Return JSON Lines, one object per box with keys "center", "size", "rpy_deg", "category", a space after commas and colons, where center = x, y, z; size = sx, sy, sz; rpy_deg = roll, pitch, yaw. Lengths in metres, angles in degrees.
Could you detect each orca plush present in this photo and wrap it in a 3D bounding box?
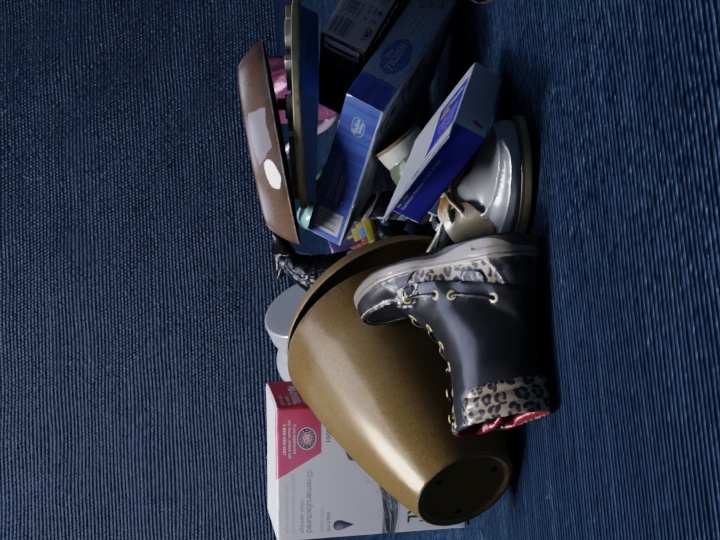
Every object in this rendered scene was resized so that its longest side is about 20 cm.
{"center": [0.000, 0.000, 1.590], "size": [0.071, 0.199, 0.106], "rpy_deg": [-5, -63, -77], "category": "orca plush"}

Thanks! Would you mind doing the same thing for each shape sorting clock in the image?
{"center": [-0.061, -0.160, 1.540], "size": [0.200, 0.039, 0.201], "rpy_deg": [-179, 90, -87], "category": "shape sorting clock"}

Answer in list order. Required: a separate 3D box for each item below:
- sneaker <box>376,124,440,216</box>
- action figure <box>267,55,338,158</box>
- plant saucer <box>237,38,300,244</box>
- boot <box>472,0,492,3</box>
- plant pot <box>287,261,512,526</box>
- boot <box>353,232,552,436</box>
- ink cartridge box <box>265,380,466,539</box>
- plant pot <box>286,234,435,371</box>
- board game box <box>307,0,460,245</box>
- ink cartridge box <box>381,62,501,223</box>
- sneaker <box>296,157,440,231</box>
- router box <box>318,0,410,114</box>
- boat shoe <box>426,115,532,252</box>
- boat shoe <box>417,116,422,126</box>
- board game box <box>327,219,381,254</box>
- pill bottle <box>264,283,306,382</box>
{"center": [0.071, -0.089, 1.551], "size": [0.090, 0.067, 0.200], "rpy_deg": [53, -169, 3], "category": "sneaker"}
{"center": [-0.014, -0.199, 1.723], "size": [0.134, 0.199, 0.150], "rpy_deg": [-27, -69, -70], "category": "action figure"}
{"center": [-0.090, -0.121, 1.539], "size": [0.200, 0.032, 0.201], "rpy_deg": [-11, -90, -90], "category": "plant saucer"}
{"center": [0.098, -0.318, 1.352], "size": [0.182, 0.072, 0.201], "rpy_deg": [104, 156, -71], "category": "boot"}
{"center": [0.055, 0.126, 1.445], "size": [0.187, 0.186, 0.200], "rpy_deg": [95, 154, -42], "category": "plant pot"}
{"center": [0.077, 0.061, 1.322], "size": [0.200, 0.073, 0.151], "rpy_deg": [-20, 73, 41], "category": "boot"}
{"center": [0.007, 0.188, 1.629], "size": [0.084, 0.199, 0.145], "rpy_deg": [-126, 34, -72], "category": "ink cartridge box"}
{"center": [0.017, 0.040, 1.518], "size": [0.201, 0.199, 0.028], "rpy_deg": [95, 152, -43], "category": "plant pot"}
{"center": [0.024, -0.157, 1.559], "size": [0.199, 0.043, 0.200], "rpy_deg": [-58, -8, -38], "category": "board game box"}
{"center": [0.070, -0.102, 1.330], "size": [0.095, 0.037, 0.200], "rpy_deg": [-52, 4, 25], "category": "ink cartridge box"}
{"center": [0.023, -0.074, 1.693], "size": [0.078, 0.140, 0.200], "rpy_deg": [-58, -2, 37], "category": "sneaker"}
{"center": [0.024, -0.265, 1.560], "size": [0.200, 0.051, 0.149], "rpy_deg": [-61, -7, -19], "category": "router box"}
{"center": [0.100, -0.049, 1.352], "size": [0.200, 0.068, 0.075], "rpy_deg": [98, 170, -47], "category": "boat shoe"}
{"center": [0.034, -0.211, 1.844], "size": [0.200, 0.074, 0.093], "rpy_deg": [-114, 29, -51], "category": "boat shoe"}
{"center": [0.015, 0.001, 1.813], "size": [0.166, 0.057, 0.200], "rpy_deg": [61, -175, -25], "category": "board game box"}
{"center": [-0.022, 0.112, 1.714], "size": [0.117, 0.116, 0.200], "rpy_deg": [-103, -10, -56], "category": "pill bottle"}
